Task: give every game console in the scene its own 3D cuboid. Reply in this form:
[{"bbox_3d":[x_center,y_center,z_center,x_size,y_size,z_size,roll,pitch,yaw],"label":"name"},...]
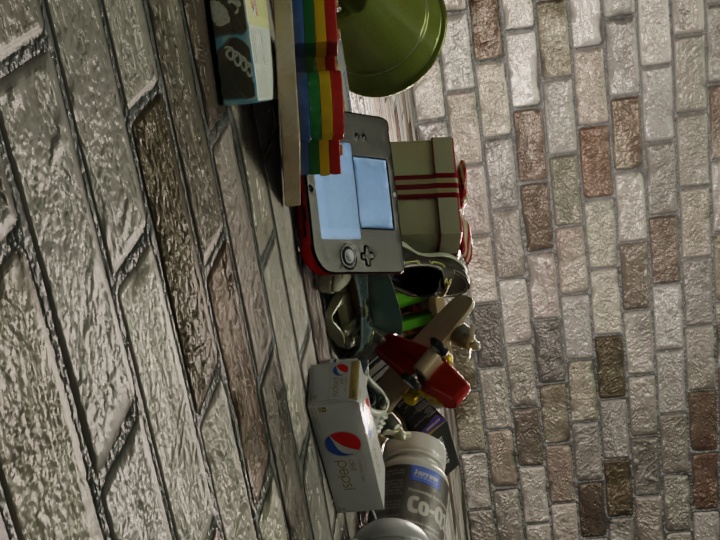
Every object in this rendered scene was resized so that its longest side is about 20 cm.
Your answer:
[{"bbox_3d":[-0.013,-0.095,1.403,0.175,0.031,0.204,-1,83,-45],"label":"game console"}]

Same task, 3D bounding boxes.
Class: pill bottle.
[{"bbox_3d":[0.068,0.340,1.628,0.115,0.111,0.202,75,18,-48],"label":"pill bottle"}]

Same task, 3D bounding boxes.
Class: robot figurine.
[{"bbox_3d":[0.038,0.399,1.438,0.169,0.112,0.202,41,35,-34],"label":"robot figurine"}]

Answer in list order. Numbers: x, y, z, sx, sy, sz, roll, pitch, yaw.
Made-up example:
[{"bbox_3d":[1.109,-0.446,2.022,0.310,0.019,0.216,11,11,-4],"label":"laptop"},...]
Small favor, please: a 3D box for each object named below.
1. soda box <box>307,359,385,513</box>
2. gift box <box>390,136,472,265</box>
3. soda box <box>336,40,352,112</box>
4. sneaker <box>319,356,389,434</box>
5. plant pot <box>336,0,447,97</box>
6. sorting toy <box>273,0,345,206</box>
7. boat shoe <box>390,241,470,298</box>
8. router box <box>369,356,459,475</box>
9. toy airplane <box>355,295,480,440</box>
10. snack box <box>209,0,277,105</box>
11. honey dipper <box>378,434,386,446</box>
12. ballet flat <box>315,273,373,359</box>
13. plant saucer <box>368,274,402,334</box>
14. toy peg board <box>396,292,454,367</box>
[{"bbox_3d":[-0.015,0.203,1.381,0.069,0.062,0.202,-87,168,-49],"label":"soda box"},{"bbox_3d":[0.073,-0.087,1.733,0.201,0.183,0.188,90,-2,-68],"label":"gift box"},{"bbox_3d":[-0.044,-0.201,1.471,0.069,0.062,0.203,-81,164,-65],"label":"soda box"},{"bbox_3d":[0.004,0.187,1.456,0.202,0.069,0.074,70,16,-46],"label":"sneaker"},{"bbox_3d":[-0.001,-0.368,1.585,0.190,0.196,0.204,26,57,-65],"label":"plant pot"},{"bbox_3d":[-0.054,-0.197,1.224,0.200,0.068,0.203,101,-14,-74],"label":"sorting toy"},{"bbox_3d":[0.091,0.011,1.626,0.199,0.072,0.061,16,33,-43],"label":"boat shoe"},{"bbox_3d":[0.079,0.233,1.801,0.157,0.052,0.201,46,-12,29],"label":"router box"},{"bbox_3d":[0.078,0.142,1.616,0.141,0.198,0.201,47,32,-31],"label":"toy airplane"},{"bbox_3d":[-0.115,-0.260,1.075,0.116,0.036,0.204,-61,144,-80],"label":"snack box"},{"bbox_3d":[0.007,0.253,1.613,0.200,0.037,0.039,-29,112,-80],"label":"honey dipper"},{"bbox_3d":[-0.025,0.028,1.455,0.075,0.073,0.203,-82,161,-60],"label":"ballet flat"},{"bbox_3d":[0.000,0.000,1.548,0.200,0.035,0.203,157,-89,-81],"label":"plant saucer"},{"bbox_3d":[0.066,0.093,1.943,0.199,0.096,0.204,-153,-128,-65],"label":"toy peg board"}]
